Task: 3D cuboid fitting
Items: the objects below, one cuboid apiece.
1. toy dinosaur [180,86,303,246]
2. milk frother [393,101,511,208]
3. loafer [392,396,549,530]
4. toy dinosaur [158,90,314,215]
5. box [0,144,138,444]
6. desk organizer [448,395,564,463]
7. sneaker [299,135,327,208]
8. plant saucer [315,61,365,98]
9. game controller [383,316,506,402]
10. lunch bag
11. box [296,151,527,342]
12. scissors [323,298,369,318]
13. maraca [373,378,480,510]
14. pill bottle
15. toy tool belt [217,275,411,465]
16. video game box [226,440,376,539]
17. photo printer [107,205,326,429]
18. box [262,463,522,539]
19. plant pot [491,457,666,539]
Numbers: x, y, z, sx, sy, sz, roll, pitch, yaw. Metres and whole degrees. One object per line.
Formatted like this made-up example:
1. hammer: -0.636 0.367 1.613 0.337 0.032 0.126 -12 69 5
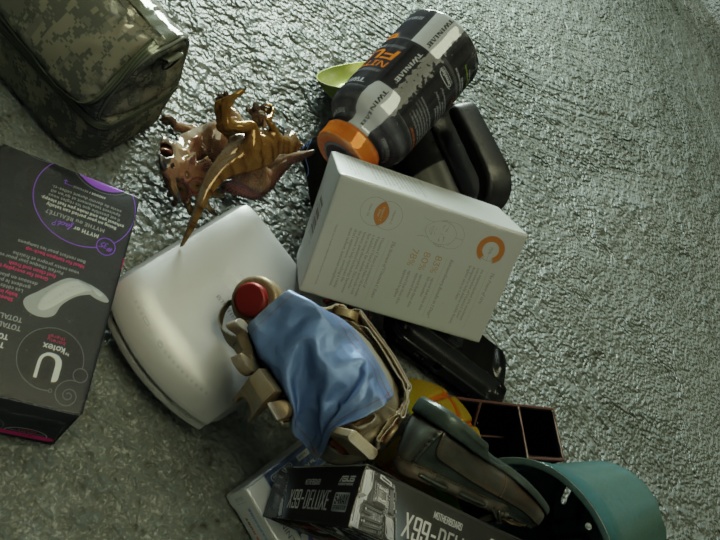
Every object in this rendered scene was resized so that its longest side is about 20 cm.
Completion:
1. toy dinosaur: -0.118 -0.120 0.705 0.200 0.060 0.107 -42 114 -44
2. milk frother: 0.077 -0.111 0.925 0.198 0.181 0.190 -20 77 -10
3. loafer: 0.092 0.180 0.604 0.063 0.072 0.200 -53 126 -13
4. toy dinosaur: -0.145 -0.113 0.775 0.199 0.086 0.137 11 60 -38
5. box: -0.273 0.023 0.578 0.121 0.106 0.202 21 55 -26
6. desk organizer: 0.145 0.198 0.841 0.199 0.077 0.072 13 59 -34
7. sneaker: -0.015 -0.071 0.874 0.070 0.077 0.202 -35 111 -47
8. plant saucer: 0.039 -0.252 0.960 0.199 0.199 0.031 -32 130 -44
9. game controller: 0.113 0.096 0.907 0.199 0.042 0.105 37 34 -18
10. lunch bag: -0.268 -0.241 0.684 0.200 0.167 0.139 50 46 -5
11. box: 0.047 -0.025 0.728 0.198 0.125 0.098 17 19 -14
12. scissors: 0.000 0.000 0.825 0.073 0.014 0.202 29 74 -23
13. maraca: 0.056 0.157 0.696 0.201 0.106 0.137 61 1 -14
14. pill bottle: 0.038 -0.191 0.795 0.106 0.106 0.200 44 69 -11
15. toy tool belt: -0.048 0.073 0.580 0.200 0.125 0.123 46 0 14
16. video game box: -0.009 0.247 0.713 0.199 0.047 0.183 -29 89 -44
17. photo printer: -0.141 0.044 0.699 0.167 0.069 0.200 53 45 -2
18. box: 0.036 0.230 0.614 0.199 0.157 0.050 31 62 -21
19. plant pot: 0.233 0.301 0.790 0.195 0.200 0.202 6 62 -45
